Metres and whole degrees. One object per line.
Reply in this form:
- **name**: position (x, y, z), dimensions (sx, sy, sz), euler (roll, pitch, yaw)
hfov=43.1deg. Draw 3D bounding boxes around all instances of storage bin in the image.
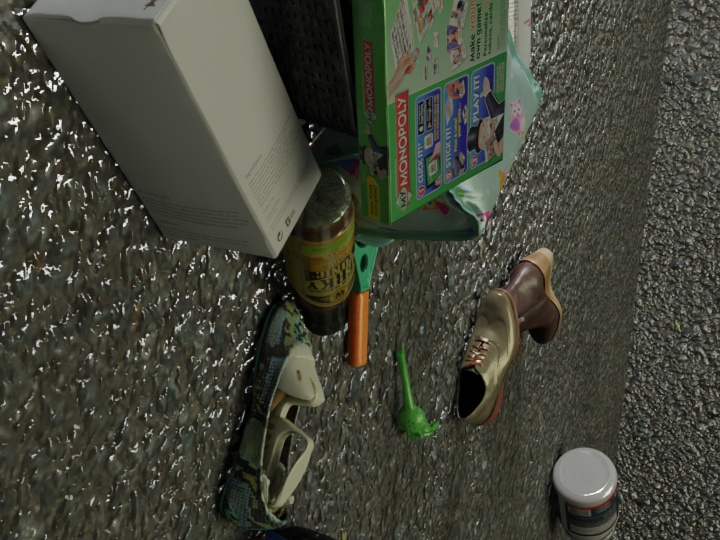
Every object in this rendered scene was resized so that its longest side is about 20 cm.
- **storage bin**: position (-0.004, -0.207, 0.602), dimensions (0.135, 0.093, 0.203), euler (-38, 133, -33)

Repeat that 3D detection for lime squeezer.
- **lime squeezer**: position (0.068, 0.182, 1.156), dimensions (0.201, 0.037, 0.072), euler (62, 13, -50)

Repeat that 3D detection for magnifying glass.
- **magnifying glass**: position (0.000, 0.000, 0.957), dimensions (0.079, 0.022, 0.205), euler (-22, 118, -61)

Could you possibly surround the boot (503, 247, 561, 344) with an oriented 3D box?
- **boot**: position (0.265, 0.078, 1.507), dimensions (0.166, 0.071, 0.203), euler (-42, 137, -36)

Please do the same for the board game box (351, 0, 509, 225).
- **board game box**: position (0.050, -0.148, 0.598), dimensions (0.133, 0.029, 0.204), euler (-30, 129, -39)

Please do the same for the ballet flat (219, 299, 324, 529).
- **ballet flat**: position (-0.066, 0.129, 0.810), dimensions (0.074, 0.073, 0.205), euler (26, 74, -63)

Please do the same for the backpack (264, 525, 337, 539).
- **backpack**: position (-0.027, 0.344, 0.854), dimensions (0.170, 0.160, 0.201), euler (-65, 151, -23)

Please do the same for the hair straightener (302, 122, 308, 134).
- **hair straightener**: position (-0.036, -0.138, 0.773), dimensions (0.201, 0.075, 0.041), euler (-57, 144, -40)

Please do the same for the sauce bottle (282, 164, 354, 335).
- **sauce bottle**: position (-0.035, -0.008, 0.795), dimensions (0.201, 0.063, 0.066), euler (87, 24, -59)

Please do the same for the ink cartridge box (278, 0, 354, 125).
- **ink cartridge box**: position (-0.025, -0.226, 0.710), dimensions (0.200, 0.084, 0.148), euler (-42, 136, -33)

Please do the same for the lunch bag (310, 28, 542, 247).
- **lunch bag**: position (0.037, -0.117, 0.802), dimensions (0.122, 0.197, 0.172), euler (49, 54, -34)

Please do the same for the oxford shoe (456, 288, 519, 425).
- **oxford shoe**: position (0.183, 0.126, 1.325), dimensions (0.074, 0.069, 0.205), euler (11, 88, -59)

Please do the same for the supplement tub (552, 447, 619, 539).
- **supplement tub**: position (0.501, 0.503, 2.021), dimensions (0.142, 0.138, 0.202), euler (-60, 147, -36)

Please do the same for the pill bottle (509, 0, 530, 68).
- **pill bottle**: position (0.141, -0.279, 1.053), dimensions (0.113, 0.111, 0.204), euler (-45, 137, -50)

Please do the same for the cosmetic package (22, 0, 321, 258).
- **cosmetic package**: position (-0.112, -0.107, 0.594), dimensions (0.086, 0.106, 0.202), euler (-62, 150, -31)
